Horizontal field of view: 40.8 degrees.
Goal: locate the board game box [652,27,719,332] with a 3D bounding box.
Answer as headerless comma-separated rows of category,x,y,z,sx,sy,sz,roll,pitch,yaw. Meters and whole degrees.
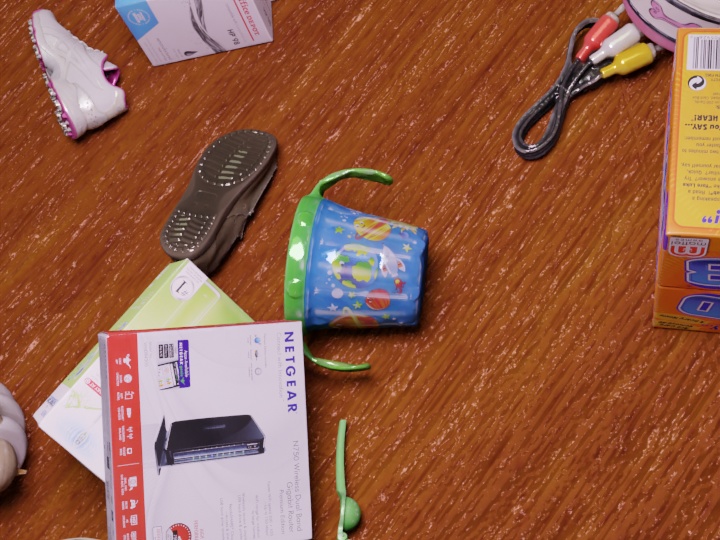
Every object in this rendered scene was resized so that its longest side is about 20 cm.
board game box,0.368,-0.069,0.852,0.198,0.200,0.202,5,66,15

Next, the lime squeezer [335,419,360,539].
lime squeezer,0.006,0.231,0.892,0.070,0.038,0.201,-34,61,-4

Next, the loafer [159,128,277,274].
loafer,-0.153,-0.076,1.062,0.075,0.068,0.201,21,56,18

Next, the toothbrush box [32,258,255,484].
toothbrush box,-0.186,0.112,0.920,0.146,0.086,0.200,45,73,-14

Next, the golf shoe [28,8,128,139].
golf shoe,-0.349,-0.250,1.196,0.091,0.076,0.201,-20,63,-14

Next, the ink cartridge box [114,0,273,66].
ink cartridge box,-0.177,-0.322,1.152,0.198,0.116,0.067,-10,63,10

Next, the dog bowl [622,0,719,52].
dog bowl,0.362,-0.302,1.008,0.198,0.074,0.202,4,57,-6

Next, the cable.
cable,0.227,-0.209,1.036,0.199,0.050,0.097,-38,65,-7

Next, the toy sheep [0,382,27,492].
toy sheep,-0.408,0.158,0.976,0.138,0.138,0.199,-47,53,-10

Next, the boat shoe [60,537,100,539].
boat shoe,-0.249,0.285,0.907,0.200,0.075,0.076,-2,65,13

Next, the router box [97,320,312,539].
router box,-0.137,0.149,0.866,0.178,0.049,0.203,-3,90,-24

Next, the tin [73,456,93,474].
tin,-0.225,0.120,1.002,0.111,0.042,0.201,20,72,26

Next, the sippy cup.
sippy cup,0.000,0.000,0.957,0.129,0.180,0.140,6,26,5
